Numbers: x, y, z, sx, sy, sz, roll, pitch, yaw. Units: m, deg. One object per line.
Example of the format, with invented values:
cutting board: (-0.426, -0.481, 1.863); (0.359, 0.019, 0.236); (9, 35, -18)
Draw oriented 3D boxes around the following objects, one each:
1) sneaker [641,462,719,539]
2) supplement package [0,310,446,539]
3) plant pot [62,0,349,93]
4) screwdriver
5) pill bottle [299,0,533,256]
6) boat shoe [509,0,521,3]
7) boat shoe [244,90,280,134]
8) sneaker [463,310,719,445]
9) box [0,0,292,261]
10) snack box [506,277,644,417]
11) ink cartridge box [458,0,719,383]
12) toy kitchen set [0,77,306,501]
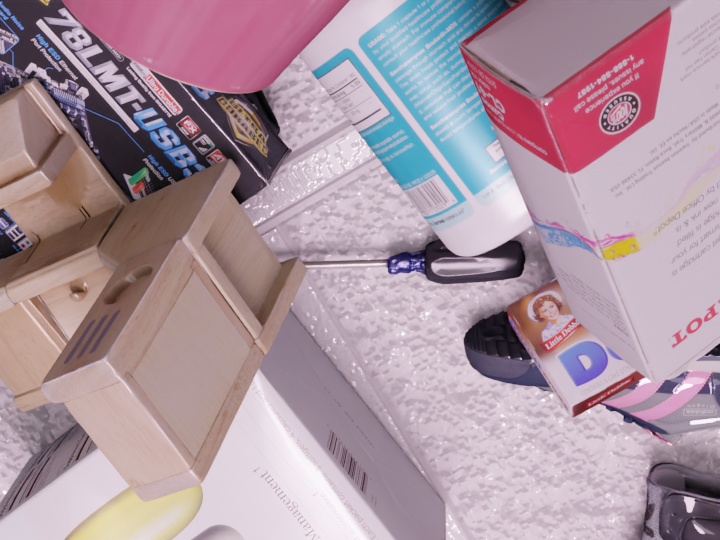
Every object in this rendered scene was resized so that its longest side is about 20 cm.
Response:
sneaker: (0.174, 0.184, 0.964); (0.199, 0.076, 0.114); (-18, 101, 2)
supplement package: (-0.082, 0.152, 0.934); (0.200, 0.147, 0.191); (-37, 99, 11)
plant pot: (-0.056, -0.193, 0.750); (0.199, 0.200, 0.179); (31, 118, -4)
screwdriver: (0.000, 0.000, 0.950); (0.199, 0.028, 0.029); (-6, 75, 3)
pill bottle: (0.039, -0.115, 0.878); (0.111, 0.111, 0.200); (-36, 99, 11)
boat shoe: (0.147, -0.146, 0.853); (0.199, 0.072, 0.060); (9, 77, -23)
boat shoe: (-0.088, -0.159, 0.895); (0.066, 0.075, 0.200); (-10, 104, 5)
sneaker: (0.160, 0.069, 0.939); (0.199, 0.070, 0.082); (3, 121, 11)
box: (-0.175, -0.085, 0.885); (0.198, 0.050, 0.200); (-32, 109, 31)
snack box: (0.187, 0.005, 0.897); (0.199, 0.024, 0.072); (-29, 66, -6)
ink cartridge box: (0.156, -0.064, 0.803); (0.147, 0.086, 0.200); (-35, 130, -10)
toy kitchen set: (-0.171, 0.016, 0.812); (0.199, 0.181, 0.163); (-21, 116, 29)
